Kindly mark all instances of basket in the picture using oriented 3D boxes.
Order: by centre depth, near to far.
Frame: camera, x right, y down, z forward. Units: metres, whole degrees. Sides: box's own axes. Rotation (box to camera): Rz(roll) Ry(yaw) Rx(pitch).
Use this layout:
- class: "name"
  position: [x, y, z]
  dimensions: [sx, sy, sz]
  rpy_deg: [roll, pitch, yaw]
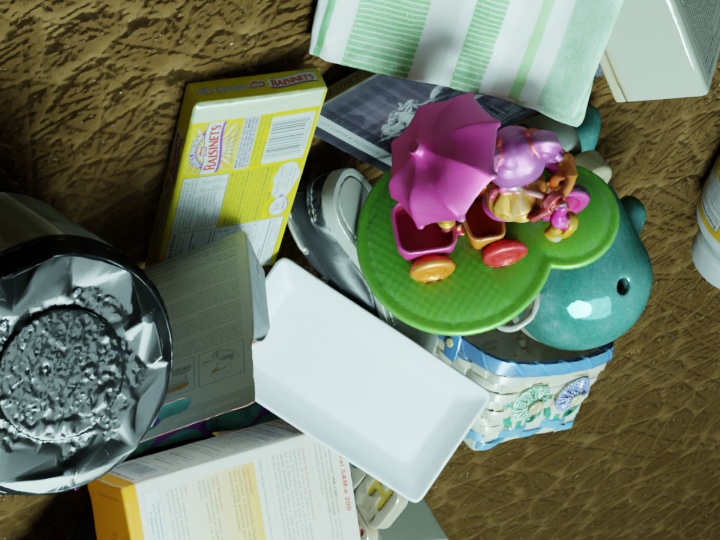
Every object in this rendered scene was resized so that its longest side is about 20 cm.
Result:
- class: "basket"
  position: [0.142, 0.047, 1.902]
  dimensions: [0.175, 0.139, 0.202]
  rpy_deg: [-10, 118, -37]

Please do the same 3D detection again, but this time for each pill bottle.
- class: "pill bottle"
  position: [0.371, -0.071, 1.972]
  dimensions: [0.112, 0.113, 0.201]
  rpy_deg: [-17, 148, -28]

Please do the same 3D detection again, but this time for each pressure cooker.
- class: "pressure cooker"
  position: [-0.232, 0.039, 1.430]
  dimensions: [0.178, 0.200, 0.177]
  rpy_deg: [-35, 122, -18]

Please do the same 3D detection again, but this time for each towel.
- class: "towel"
  position: [0.070, -0.174, 1.463]
  dimensions: [0.198, 0.024, 0.153]
  rpy_deg: [15, 141, 0]

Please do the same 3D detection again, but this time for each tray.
- class: "tray"
  position: [-0.008, 0.084, 1.679]
  dimensions: [0.108, 0.199, 0.022]
  rpy_deg: [-55, -170, 9]

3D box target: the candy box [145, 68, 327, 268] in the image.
- class: "candy box"
  position: [-0.093, -0.066, 1.575]
  dimensions: [0.101, 0.027, 0.201]
  rpy_deg: [-8, 144, -22]

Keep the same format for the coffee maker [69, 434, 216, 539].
- class: "coffee maker"
  position: [-0.191, 0.226, 1.820]
  dimensions: [0.201, 0.191, 0.135]
  rpy_deg: [-63, 161, 12]

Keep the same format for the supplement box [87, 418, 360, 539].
- class: "supplement box"
  position: [-0.103, 0.197, 1.689]
  dimensions: [0.199, 0.127, 0.073]
  rpy_deg: [-13, -170, -30]

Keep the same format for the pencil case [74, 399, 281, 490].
- class: "pencil case"
  position: [-0.148, 0.105, 1.733]
  dimensions: [0.199, 0.085, 0.093]
  rpy_deg: [-14, 122, -32]

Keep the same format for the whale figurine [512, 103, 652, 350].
- class: "whale figurine"
  position: [0.181, -0.032, 1.780]
  dimensions: [0.158, 0.104, 0.202]
  rpy_deg: [-13, 109, -31]

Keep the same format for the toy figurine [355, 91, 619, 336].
- class: "toy figurine"
  position: [0.092, -0.057, 1.534]
  dimensions: [0.198, 0.151, 0.184]
  rpy_deg: [-10, 160, -1]

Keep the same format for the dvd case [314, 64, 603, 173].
- class: "dvd case"
  position: [0.069, -0.134, 1.586]
  dimensions: [0.199, 0.016, 0.148]
  rpy_deg: [-28, 150, 26]

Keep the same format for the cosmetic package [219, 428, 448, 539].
- class: "cosmetic package"
  position: [-0.026, 0.183, 1.860]
  dimensions: [0.087, 0.201, 0.104]
  rpy_deg: [1, 137, -48]

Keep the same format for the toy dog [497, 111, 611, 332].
- class: "toy dog"
  position: [0.103, -0.059, 1.702]
  dimensions: [0.096, 0.132, 0.201]
  rpy_deg: [14, 108, -57]

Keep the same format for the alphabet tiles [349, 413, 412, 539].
- class: "alphabet tiles"
  position: [-0.032, 0.137, 1.783]
  dimensions: [0.015, 0.201, 0.196]
  rpy_deg: [-1, 139, -42]

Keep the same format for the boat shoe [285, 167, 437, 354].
- class: "boat shoe"
  position: [0.000, 0.000, 1.684]
  dimensions: [0.060, 0.074, 0.200]
  rpy_deg: [-1, 141, 32]

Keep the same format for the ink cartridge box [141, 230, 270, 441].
- class: "ink cartridge box"
  position: [-0.143, 0.069, 1.534]
  dimensions: [0.161, 0.201, 0.057]
  rpy_deg: [-20, 129, 8]

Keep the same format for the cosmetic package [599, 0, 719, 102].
- class: "cosmetic package"
  position: [0.186, -0.221, 1.470]
  dimensions: [0.073, 0.104, 0.201]
  rpy_deg: [-3, 137, 28]
